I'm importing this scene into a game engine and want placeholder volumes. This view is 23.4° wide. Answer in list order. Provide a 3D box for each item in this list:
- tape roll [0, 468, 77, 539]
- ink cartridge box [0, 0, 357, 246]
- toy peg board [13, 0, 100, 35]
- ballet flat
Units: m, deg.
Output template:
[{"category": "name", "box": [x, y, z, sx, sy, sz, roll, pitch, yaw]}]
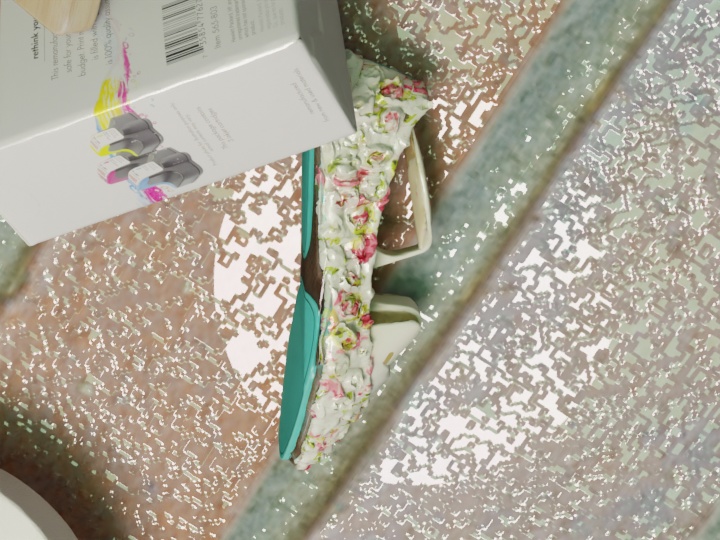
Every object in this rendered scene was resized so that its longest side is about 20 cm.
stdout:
[{"category": "tape roll", "box": [-0.218, 0.184, 0.828, 0.202, 0.037, 0.203, 0, 90, 10]}, {"category": "ink cartridge box", "box": [-0.110, -0.089, 0.760, 0.200, 0.115, 0.068, -18, 142, 13]}, {"category": "toy peg board", "box": [-0.182, -0.221, 0.684, 0.199, 0.098, 0.200, 40, 128, 28]}, {"category": "ballet flat", "box": [0.000, 0.000, 0.797, 0.064, 0.076, 0.200, 2, 109, -9]}]
